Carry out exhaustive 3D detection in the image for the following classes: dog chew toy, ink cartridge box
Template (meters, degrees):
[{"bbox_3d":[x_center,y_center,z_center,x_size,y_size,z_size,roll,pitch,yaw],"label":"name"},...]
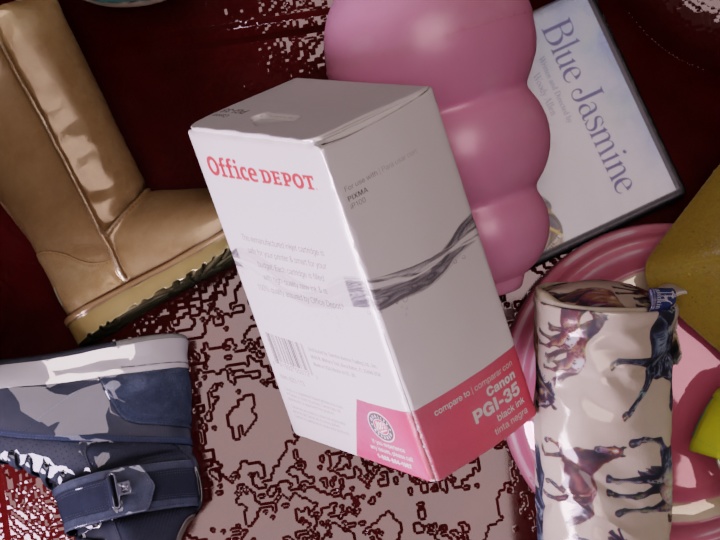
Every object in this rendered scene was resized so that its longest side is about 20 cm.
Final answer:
[{"bbox_3d":[0.054,-0.083,1.058,0.124,0.125,0.201,-17,94,-1],"label":"dog chew toy"},{"bbox_3d":[0.000,0.000,1.015,0.083,0.146,0.201,-29,112,-27],"label":"ink cartridge box"}]

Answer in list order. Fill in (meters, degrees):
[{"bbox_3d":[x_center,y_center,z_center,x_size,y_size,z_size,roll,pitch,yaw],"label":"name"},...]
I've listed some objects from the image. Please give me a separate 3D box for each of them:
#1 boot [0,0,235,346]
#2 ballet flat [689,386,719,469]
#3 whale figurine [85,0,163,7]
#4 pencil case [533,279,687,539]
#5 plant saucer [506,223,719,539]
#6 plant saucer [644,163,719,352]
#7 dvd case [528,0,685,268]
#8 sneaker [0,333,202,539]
[{"bbox_3d":[-0.149,-0.080,1.100,0.174,0.066,0.201,-29,85,-2],"label":"boot"},{"bbox_3d":[0.263,0.145,1.023,0.067,0.067,0.200,-46,77,7],"label":"ballet flat"},{"bbox_3d":[-0.146,-0.261,1.091,0.158,0.104,0.201,-4,86,0],"label":"whale figurine"},{"bbox_3d":[0.141,0.105,1.021,0.089,0.078,0.201,-3,96,-9],"label":"pencil case"},{"bbox_3d":[0.184,0.072,1.091,0.199,0.051,0.202,0,90,-4],"label":"plant saucer"},{"bbox_3d":[0.296,-0.008,1.068,0.200,0.048,0.200,41,70,-4],"label":"plant saucer"},{"bbox_3d":[0.081,-0.068,1.122,0.199,0.018,0.143,-25,86,-2],"label":"dvd case"},{"bbox_3d":[-0.191,0.124,1.079,0.201,0.077,0.147,-9,84,-2],"label":"sneaker"}]
